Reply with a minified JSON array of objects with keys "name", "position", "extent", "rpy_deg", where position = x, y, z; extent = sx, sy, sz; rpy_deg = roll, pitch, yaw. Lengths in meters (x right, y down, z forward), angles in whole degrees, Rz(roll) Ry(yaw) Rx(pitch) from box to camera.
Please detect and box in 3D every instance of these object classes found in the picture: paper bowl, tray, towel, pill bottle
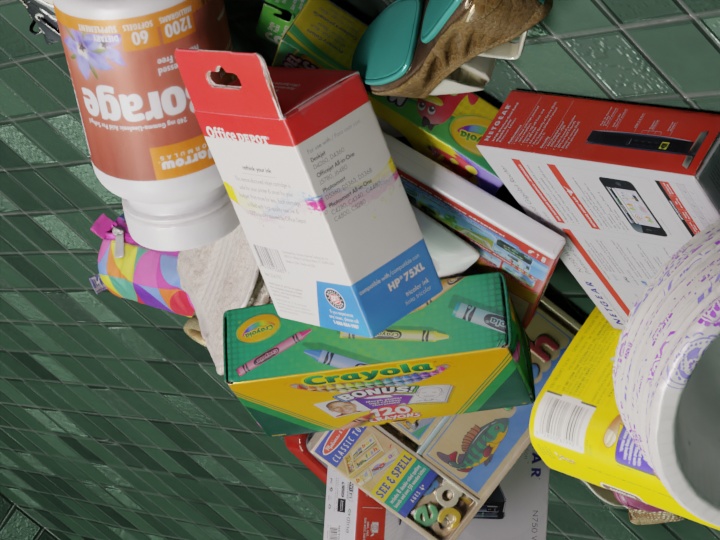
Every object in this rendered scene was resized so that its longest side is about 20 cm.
[{"name":"paper bowl","position":[0.242,0.045,1.301],"extent":[0.201,0.200,0.104],"rpy_deg":[50,-173,-38]},{"name":"tray","position":[0.000,0.000,1.574],"extent":[0.107,0.022,0.200],"rpy_deg":[33,152,-7]},{"name":"towel","position":[-0.086,-0.032,1.625],"extent":[0.133,0.034,0.200],"rpy_deg":[63,142,44]},{"name":"pill bottle","position":[-0.137,-0.119,1.523],"extent":[0.112,0.112,0.200],"rpy_deg":[18,131,38]}]

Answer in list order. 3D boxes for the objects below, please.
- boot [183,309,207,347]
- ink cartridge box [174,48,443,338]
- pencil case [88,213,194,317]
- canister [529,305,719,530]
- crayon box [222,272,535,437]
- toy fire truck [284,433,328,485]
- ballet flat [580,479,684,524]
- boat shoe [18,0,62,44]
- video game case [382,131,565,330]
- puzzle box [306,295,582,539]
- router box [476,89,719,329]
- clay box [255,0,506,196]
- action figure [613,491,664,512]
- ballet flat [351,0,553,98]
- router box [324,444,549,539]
[{"name":"boot","position":[-0.024,0.024,1.708],"extent":[0.200,0.156,0.073],"rpy_deg":[22,157,27]},{"name":"ink cartridge box","position":[-0.035,-0.064,1.442],"extent":[0.116,0.067,0.200],"rpy_deg":[11,128,55]},{"name":"pencil case","position":[-0.149,0.000,1.960],"extent":[0.200,0.088,0.088],"rpy_deg":[13,152,41]},{"name":"canister","position":[0.228,0.096,1.499],"extent":[0.200,0.149,0.087],"rpy_deg":[18,155,43]},{"name":"crayon box","position":[0.015,0.061,1.567],"extent":[0.199,0.058,0.119],"rpy_deg":[-8,156,10]},{"name":"toy fire truck","position":[0.037,0.133,1.848],"extent":[0.112,0.168,0.200],"rpy_deg":[9,149,49]},{"name":"ballet flat","position":[0.192,0.143,1.763],"extent":[0.065,0.071,0.200],"rpy_deg":[-24,127,24]},{"name":"boat shoe","position":[-0.205,-0.186,1.609],"extent":[0.199,0.075,0.066],"rpy_deg":[26,130,-2]},{"name":"video game case","position":[0.065,-0.023,1.536],"extent":[0.143,0.017,0.200],"rpy_deg":[31,166,6]},{"name":"puzzle box","position":[0.071,0.092,1.663],"extent":[0.133,0.200,0.025],"rpy_deg":[37,-179,-11]},{"name":"router box","position":[0.194,-0.025,1.412],"extent":[0.179,0.049,0.200],"rpy_deg":[13,152,45]},{"name":"clay box","position":[0.010,-0.111,1.496],"extent":[0.200,0.048,0.115],"rpy_deg":[31,162,1]},{"name":"action figure","position":[0.245,0.153,1.623],"extent":[0.134,0.149,0.200],"rpy_deg":[38,147,-30]},{"name":"ballet flat","position":[0.059,-0.142,1.353],"extent":[0.072,0.068,0.200],"rpy_deg":[19,160,-17]},{"name":"router box","position":[0.061,0.174,1.747],"extent":[0.179,0.201,0.049],"rpy_deg":[5,176,-31]}]
